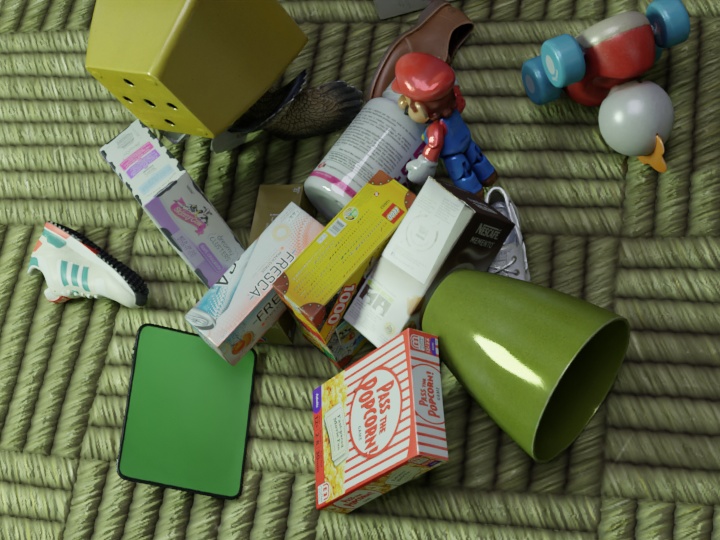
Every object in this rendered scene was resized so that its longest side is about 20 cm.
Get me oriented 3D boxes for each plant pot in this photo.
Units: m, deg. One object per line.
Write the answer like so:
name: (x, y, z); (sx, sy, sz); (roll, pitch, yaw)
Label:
plant pot: (-0.220, -0.278, 1.659); (0.198, 0.200, 0.178); (13, 70, 39)
plant pot: (0.175, 0.086, 1.540); (0.199, 0.188, 0.188); (33, 75, 28)

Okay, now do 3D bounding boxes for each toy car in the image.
toy car: (0.332, -0.212, 1.697); (0.182, 0.177, 0.202); (-20, 87, -11)

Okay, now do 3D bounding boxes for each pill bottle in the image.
pill bottle: (0.027, -0.151, 1.749); (0.113, 0.114, 0.201); (30, 74, 27)

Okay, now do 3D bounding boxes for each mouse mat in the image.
mouse mat: (-0.210, 0.172, 1.649); (0.159, 0.008, 0.203); (15, 63, -20)

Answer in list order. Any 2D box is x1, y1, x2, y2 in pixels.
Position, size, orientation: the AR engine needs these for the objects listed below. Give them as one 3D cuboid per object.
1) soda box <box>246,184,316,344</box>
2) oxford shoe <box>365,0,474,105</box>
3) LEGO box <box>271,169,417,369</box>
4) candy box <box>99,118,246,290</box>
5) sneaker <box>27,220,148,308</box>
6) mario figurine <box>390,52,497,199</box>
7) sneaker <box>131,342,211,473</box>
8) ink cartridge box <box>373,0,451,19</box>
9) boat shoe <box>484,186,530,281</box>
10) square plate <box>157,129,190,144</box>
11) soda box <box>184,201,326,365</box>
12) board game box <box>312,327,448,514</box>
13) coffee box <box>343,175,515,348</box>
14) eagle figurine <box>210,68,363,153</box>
soda box: (-0.109, -0.010, 1.738); (0.063, 0.068, 0.202); (0, 63, 16)
oxford shoe: (0.081, -0.286, 1.831); (0.071, 0.072, 0.201); (33, 74, 23)
LEGO box: (0.000, 0.000, 1.656); (0.077, 0.149, 0.200); (37, 78, 28)
candy box: (-0.235, -0.082, 1.715); (0.071, 0.168, 0.200); (-38, 35, -6)
sneaker: (-0.371, 0.016, 1.808); (0.199, 0.070, 0.094); (33, 93, 26)
mario figurine: (0.093, -0.181, 1.690); (0.105, 0.202, 0.124); (-24, 22, 10)
sneaker: (-0.231, 0.164, 1.676); (0.094, 0.080, 0.202); (-14, 60, 5)
ink cartridge box: (0.108, -0.444, 1.906); (0.197, 0.068, 0.118); (-13, 60, 8)
boat shoe: (0.172, -0.010, 1.659); (0.070, 0.069, 0.202); (-9, 62, 8)
square plate: (-0.218, -0.269, 1.804); (0.200, 0.028, 0.198); (-46, 43, -6)
soda box: (-0.120, 0.016, 1.652); (0.068, 0.064, 0.200); (36, 77, 28)
board game box: (0.019, 0.177, 1.551); (0.200, 0.046, 0.153); (-36, 48, 44)
coffee box: (0.083, 0.000, 1.611); (0.080, 0.114, 0.201); (38, 104, 29)
eagle figurine: (-0.119, -0.225, 1.805); (0.198, 0.152, 0.152); (23, 60, 33)
